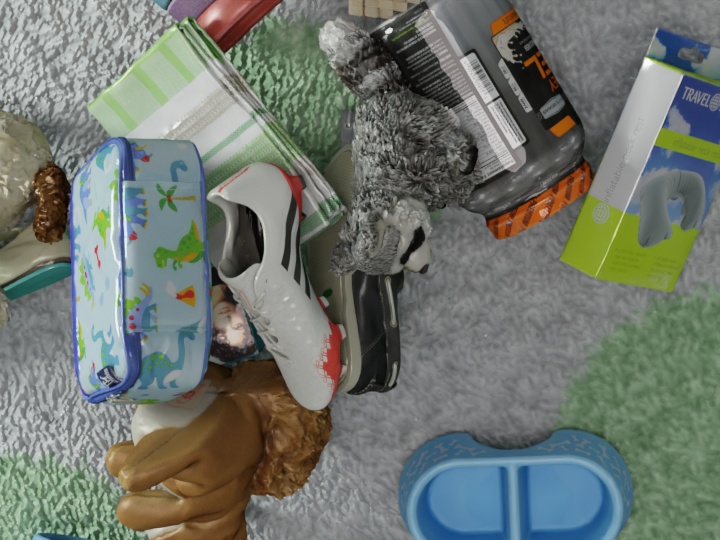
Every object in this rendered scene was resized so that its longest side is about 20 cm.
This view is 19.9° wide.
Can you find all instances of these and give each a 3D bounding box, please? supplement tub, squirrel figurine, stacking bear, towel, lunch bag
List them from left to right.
[{"bbox_3d":[-0.175,0.004,1.596,0.082,0.161,0.200,1,81,-22],"label":"lunch bag"},{"bbox_3d":[-0.150,-0.280,1.649,0.121,0.114,0.200,-40,90,11],"label":"stacking bear"},{"bbox_3d":[-0.120,-0.087,1.642,0.200,0.031,0.149,50,130,-5],"label":"towel"},{"bbox_3d":[-0.108,0.167,1.705,0.200,0.142,0.187,-19,128,-10],"label":"squirrel figurine"},{"bbox_3d":[0.099,-0.133,1.651,0.123,0.123,0.200,-31,97,10],"label":"supplement tub"}]

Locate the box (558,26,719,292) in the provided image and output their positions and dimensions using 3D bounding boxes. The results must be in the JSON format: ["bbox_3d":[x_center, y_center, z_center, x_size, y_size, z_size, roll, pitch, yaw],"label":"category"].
[{"bbox_3d":[0.244,-0.086,1.650,0.048,0.122,0.200,31,104,38],"label":"box"}]

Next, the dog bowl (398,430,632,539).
[{"bbox_3d":[0.131,0.197,1.739,0.200,0.050,0.112,-2,100,5],"label":"dog bowl"}]

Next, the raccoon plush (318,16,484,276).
[{"bbox_3d":[-0.004,-0.083,1.588,0.134,0.097,0.200,-36,70,-27],"label":"raccoon plush"}]

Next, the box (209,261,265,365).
[{"bbox_3d":[-0.150,-0.015,1.731,0.082,0.049,0.200,-17,98,8],"label":"box"}]

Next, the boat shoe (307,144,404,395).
[{"bbox_3d":[0.000,0.000,1.649,0.068,0.072,0.200,4,82,-34],"label":"boat shoe"}]

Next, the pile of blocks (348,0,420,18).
[{"bbox_3d":[0.009,-0.272,1.638,0.082,0.062,0.200,-12,58,-9],"label":"pile of blocks"}]

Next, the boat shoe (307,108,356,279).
[{"bbox_3d":[-0.008,-0.032,1.707,0.065,0.074,0.202,15,98,8],"label":"boat shoe"}]

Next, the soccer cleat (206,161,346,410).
[{"bbox_3d":[-0.068,0.017,1.579,0.069,0.085,0.200,0,106,43],"label":"soccer cleat"}]

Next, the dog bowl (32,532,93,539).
[{"bbox_3d":[-0.202,0.264,1.742,0.200,0.111,0.050,9,86,30],"label":"dog bowl"}]

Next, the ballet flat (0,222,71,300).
[{"bbox_3d":[-0.332,0.012,1.752,0.200,0.069,0.069,-27,97,7],"label":"ballet flat"}]

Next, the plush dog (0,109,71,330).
[{"bbox_3d":[-0.330,-0.064,1.669,0.172,0.160,0.200,-38,60,-14],"label":"plush dog"}]
